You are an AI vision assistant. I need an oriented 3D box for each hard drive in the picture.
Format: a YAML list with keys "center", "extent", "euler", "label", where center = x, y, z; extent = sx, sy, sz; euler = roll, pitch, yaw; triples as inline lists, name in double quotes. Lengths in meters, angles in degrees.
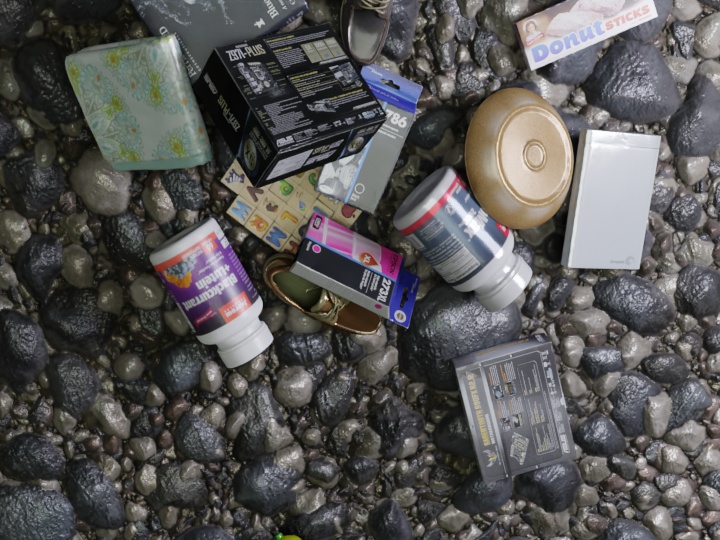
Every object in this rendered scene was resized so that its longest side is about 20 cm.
- center: [0.373, -0.104, 1.312]
  extent: [0.130, 0.027, 0.204]
  euler: [1, 103, -20]
  label: "hard drive"

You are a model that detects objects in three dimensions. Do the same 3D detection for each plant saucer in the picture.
- center: [0.238, -0.162, 1.255]
  extent: [0.197, 0.035, 0.204]
  euler: [0, 89, -29]
  label: "plant saucer"

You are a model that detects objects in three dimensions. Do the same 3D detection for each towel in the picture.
- center: [-0.300, -0.222, 1.193]
  extent: [0.197, 0.048, 0.174]
  euler: [2, 122, 32]
  label: "towel"

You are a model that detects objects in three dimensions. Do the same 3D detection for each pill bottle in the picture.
- center: [-0.211, 0.036, 1.285]
  extent: [0.110, 0.112, 0.202]
  euler: [-29, 103, 4]
  label: "pill bottle"
- center: [0.153, -0.041, 1.282]
  extent: [0.120, 0.120, 0.200]
  euler: [-44, 102, 7]
  label: "pill bottle"

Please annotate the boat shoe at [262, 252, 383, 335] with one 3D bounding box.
- center: [-0.058, 0.045, 1.312]
  extent: [0.198, 0.074, 0.077]
  euler: [26, 101, -12]
  label: "boat shoe"

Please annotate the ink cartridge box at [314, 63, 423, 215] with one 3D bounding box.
- center: [0.012, -0.192, 1.278]
  extent: [0.098, 0.039, 0.203]
  euler: [20, 98, -7]
  label: "ink cartridge box"

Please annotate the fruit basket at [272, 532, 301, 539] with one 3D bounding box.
- center: [-0.076, 0.520, 1.394]
  extent: [0.211, 0.156, 0.219]
  euler: [-6, 118, -11]
  label: "fruit basket"

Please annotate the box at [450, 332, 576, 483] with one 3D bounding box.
- center: [0.241, 0.217, 1.382]
  extent: [0.156, 0.048, 0.203]
  euler: [-16, 103, 1]
  label: "box"

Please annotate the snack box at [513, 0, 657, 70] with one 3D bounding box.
- center: [0.323, -0.360, 1.267]
  extent: [0.197, 0.024, 0.073]
  euler: [-23, 104, 2]
  label: "snack box"

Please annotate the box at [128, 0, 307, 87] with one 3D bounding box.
- center: [-0.202, -0.384, 1.188]
  extent: [0.198, 0.118, 0.198]
  euler: [-33, 102, 6]
  label: "box"

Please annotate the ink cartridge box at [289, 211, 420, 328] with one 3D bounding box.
- center: [0.000, 0.000, 1.296]
  extent: [0.198, 0.096, 0.037]
  euler: [27, 145, -13]
  label: "ink cartridge box"

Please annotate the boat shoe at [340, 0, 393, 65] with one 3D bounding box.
- center: [0.013, -0.388, 1.219]
  extent: [0.073, 0.073, 0.204]
  euler: [7, 102, -4]
  label: "boat shoe"

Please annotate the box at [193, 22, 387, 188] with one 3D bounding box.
- center: [-0.090, -0.222, 1.166]
  extent: [0.198, 0.086, 0.165]
  euler: [-25, 78, -39]
  label: "box"

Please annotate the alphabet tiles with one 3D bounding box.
- center: [-0.100, -0.113, 1.310]
  extent: [0.199, 0.006, 0.167]
  euler: [36, 98, -10]
  label: "alphabet tiles"
